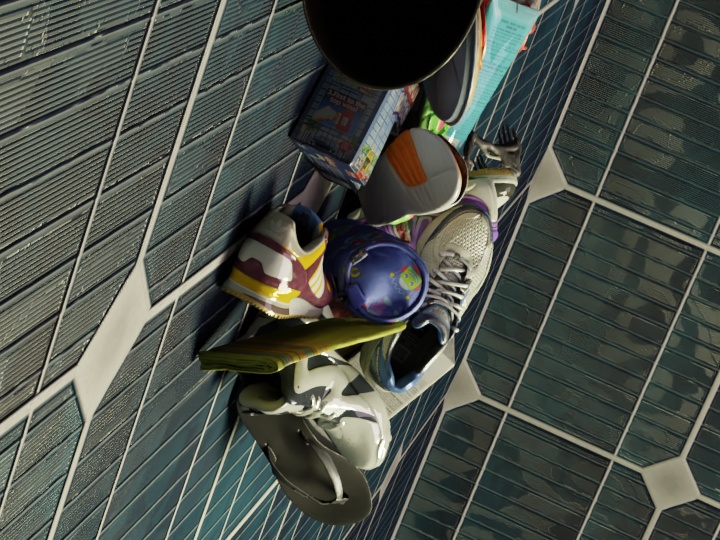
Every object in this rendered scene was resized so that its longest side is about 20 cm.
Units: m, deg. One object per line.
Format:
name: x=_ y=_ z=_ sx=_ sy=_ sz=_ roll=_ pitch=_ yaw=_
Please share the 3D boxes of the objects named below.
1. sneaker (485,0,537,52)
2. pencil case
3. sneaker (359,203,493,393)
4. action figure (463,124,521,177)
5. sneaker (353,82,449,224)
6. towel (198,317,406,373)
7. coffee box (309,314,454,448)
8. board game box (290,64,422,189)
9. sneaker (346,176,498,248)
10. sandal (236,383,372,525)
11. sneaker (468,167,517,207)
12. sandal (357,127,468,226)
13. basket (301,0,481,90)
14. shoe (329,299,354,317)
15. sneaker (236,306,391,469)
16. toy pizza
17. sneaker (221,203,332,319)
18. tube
sneaker: x=0.116 y=-0.252 z=1.897 sx=0.201 sy=0.108 sz=0.067 roll=-53 pitch=164 yaw=-55
pencil case: x=0.000 y=0.000 z=1.768 sx=0.200 sy=0.087 sz=0.078 roll=-150 pitch=-140 yaw=-75
sneaker: x=0.073 y=0.033 z=1.769 sx=0.200 sy=0.077 sz=0.085 roll=-63 pitch=-168 yaw=5
action figure: x=0.076 y=-0.128 z=2.014 sx=0.200 sy=0.102 sz=0.119 roll=6 pitch=138 yaw=-44
sneaker: x=0.043 y=-0.144 z=1.838 sx=0.077 sy=0.084 sz=0.200 roll=-14 pitch=130 yaw=-62
towel: x=-0.048 y=0.066 z=1.648 sx=0.200 sy=0.086 sz=0.018 roll=-14 pitch=105 yaw=-54
coffee box: x=-0.003 y=0.108 z=1.899 sx=0.200 sy=0.080 sz=0.113 roll=-41 pitch=-165 yaw=17
board game box: x=0.019 y=-0.177 z=1.673 sx=0.200 sy=0.062 sz=0.200 roll=-65 pitch=171 yaw=-3
sneaker: x=0.055 y=-0.036 z=1.921 sx=0.081 sy=0.200 sz=0.084 roll=0 pitch=77 yaw=-49
sandal: x=-0.059 y=0.186 z=1.841 sx=0.076 sy=0.200 sz=0.043 roll=-32 pitch=-151 yaw=12
sneaker: x=0.093 y=-0.039 z=1.988 sx=0.200 sy=0.088 sz=0.076 roll=-30 pitch=154 yaw=36
sandal: x=0.057 y=-0.090 z=1.760 sx=0.207 sy=0.059 sz=0.079 roll=-17 pitch=-92 yaw=67
basket: x=0.046 y=-0.247 z=1.445 sx=0.200 sy=0.136 sz=0.181 roll=-54 pitch=160 yaw=-67
shoe: x=-0.006 y=0.057 z=2.033 sx=0.200 sy=0.091 sz=0.072 roll=84 pitch=32 yaw=-73
sneaker: x=-0.056 y=0.124 z=1.754 sx=0.130 sy=0.079 sz=0.200 roll=-41 pitch=118 yaw=-41
toy pizza: x=0.085 y=-0.231 z=1.689 sx=0.200 sy=0.032 sz=0.201 roll=176 pitch=-90 yaw=-79
sneaker: x=-0.054 y=-0.012 z=1.631 sx=0.090 sy=0.075 sz=0.200 roll=-62 pitch=173 yaw=8
tube: x=0.106 y=-0.181 z=1.876 sx=0.077 sy=0.050 sz=0.200 roll=5 pitch=122 yaw=-54
